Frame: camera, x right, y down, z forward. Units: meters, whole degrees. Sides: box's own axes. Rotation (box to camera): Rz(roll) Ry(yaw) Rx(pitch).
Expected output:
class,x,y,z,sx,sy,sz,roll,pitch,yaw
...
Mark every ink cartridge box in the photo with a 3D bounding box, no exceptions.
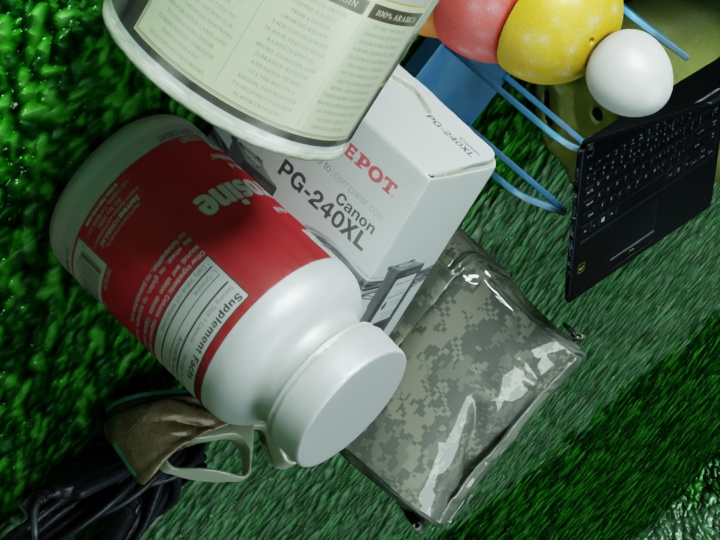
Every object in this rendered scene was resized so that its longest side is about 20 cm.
class,x,y,z,sx,sy,sz,roll,pitch,yaw
ink cartridge box,-0.032,-0.030,1.223,0.083,0.145,0.201,-14,141,-55

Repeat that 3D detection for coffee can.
class,x,y,z,sx,sy,sz,roll,pitch,yaw
coffee can,-0.017,-0.176,0.989,0.201,0.146,0.146,-56,158,22

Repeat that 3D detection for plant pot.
class,x,y,z,sx,sy,sz,roll,pitch,yaw
plant pot,0.243,-0.139,1.557,0.183,0.201,0.201,-19,147,-33

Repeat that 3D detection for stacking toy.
class,x,y,z,sx,sy,sz,roll,pitch,yaw
stacking toy,0.106,-0.158,1.195,0.146,0.200,0.146,-41,159,-19

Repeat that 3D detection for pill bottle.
class,x,y,z,sx,sy,sz,roll,pitch,yaw
pill bottle,-0.073,0.013,1.139,0.112,0.200,0.112,-40,159,-19

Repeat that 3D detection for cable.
class,x,y,z,sx,sy,sz,roll,pitch,yaw
cable,-0.184,0.183,1.436,0.199,0.051,0.164,-26,150,-48

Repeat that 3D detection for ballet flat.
class,x,y,z,sx,sy,sz,roll,pitch,yaw
ballet flat,-0.082,0.108,1.402,0.199,0.073,0.068,-11,165,-35

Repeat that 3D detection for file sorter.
class,x,y,z,sx,sy,sz,roll,pitch,yaw
file sorter,0.140,-0.152,1.387,0.200,0.123,0.139,-52,159,11

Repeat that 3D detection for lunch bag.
class,x,y,z,sx,sy,sz,roll,pitch,yaw
lunch bag,0.057,0.080,1.569,0.200,0.168,0.139,-49,159,5

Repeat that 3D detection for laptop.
class,x,y,z,sx,sy,sz,roll,pitch,yaw
laptop,0.236,-0.077,1.382,0.177,0.103,0.201,-30,135,-37
